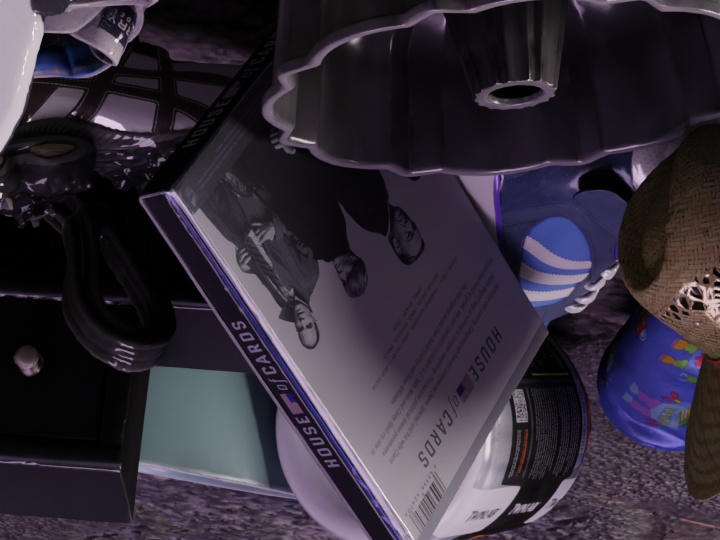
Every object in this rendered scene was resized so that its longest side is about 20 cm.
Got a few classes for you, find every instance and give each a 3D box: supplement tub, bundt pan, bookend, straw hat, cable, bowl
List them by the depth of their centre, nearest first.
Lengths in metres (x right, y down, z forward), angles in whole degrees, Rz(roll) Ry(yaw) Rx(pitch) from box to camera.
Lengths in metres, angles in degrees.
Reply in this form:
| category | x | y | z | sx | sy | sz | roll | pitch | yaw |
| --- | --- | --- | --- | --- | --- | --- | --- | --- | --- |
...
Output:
| category | x | y | z | sx | sy | sz | roll | pitch | yaw |
| --- | --- | --- | --- | --- | --- | --- | --- | --- | --- |
| bundt pan | 0.057 | -0.104 | 0.951 | 0.200 | 0.076 | 0.202 | -5 | 165 | -1 |
| straw hat | 0.156 | -0.013 | 1.009 | 0.085 | 0.202 | 0.201 | 30 | 151 | -6 |
| cable | -0.135 | -0.025 | 1.080 | 0.097 | 0.200 | 0.050 | -5 | 140 | -48 |
| bookend | -0.103 | 0.029 | 1.146 | 0.197 | 0.201 | 0.092 | 5 | 156 | 1 |
| supplement tub | 0.047 | 0.081 | 1.273 | 0.122 | 0.124 | 0.200 | -7 | 175 | 24 |
| bowl | -0.113 | 0.053 | 1.275 | 0.199 | 0.106 | 0.201 | 11 | 173 | 1 |

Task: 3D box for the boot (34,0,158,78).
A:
| category | x | y | z | sx | sy | sz | roll | pitch | yaw |
| --- | --- | --- | --- | --- | --- | --- | --- | --- | --- |
| boot | -0.083 | -0.122 | 0.940 | 0.199 | 0.096 | 0.074 | -10 | 152 | 28 |

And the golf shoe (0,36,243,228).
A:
| category | x | y | z | sx | sy | sz | roll | pitch | yaw |
| --- | --- | --- | --- | --- | --- | --- | --- | --- | --- |
| golf shoe | -0.105 | -0.079 | 1.028 | 0.199 | 0.095 | 0.078 | -14 | 169 | -38 |

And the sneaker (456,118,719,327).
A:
| category | x | y | z | sx | sy | sz | roll | pitch | yaw |
| --- | --- | --- | --- | --- | --- | --- | --- | --- | --- |
| sneaker | 0.125 | -0.021 | 1.137 | 0.145 | 0.081 | 0.200 | 4 | 150 | 11 |

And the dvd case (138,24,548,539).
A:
| category | x | y | z | sx | sy | sz | roll | pitch | yaw |
| --- | --- | --- | --- | --- | --- | --- | --- | --- | --- |
| dvd case | 0.000 | 0.000 | 1.032 | 0.025 | 0.151 | 0.201 | -10 | 122 | 40 |

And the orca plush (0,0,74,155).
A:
| category | x | y | z | sx | sy | sz | roll | pitch | yaw |
| --- | --- | --- | --- | --- | --- | --- | --- | --- | --- |
| orca plush | -0.168 | -0.140 | 0.889 | 0.105 | 0.201 | 0.071 | -26 | -158 | -12 |

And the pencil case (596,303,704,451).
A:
| category | x | y | z | sx | sy | sz | roll | pitch | yaw |
| --- | --- | --- | --- | --- | --- | --- | --- | --- | --- |
| pencil case | 0.185 | 0.028 | 1.234 | 0.086 | 0.079 | 0.200 | 18 | 155 | -4 |
